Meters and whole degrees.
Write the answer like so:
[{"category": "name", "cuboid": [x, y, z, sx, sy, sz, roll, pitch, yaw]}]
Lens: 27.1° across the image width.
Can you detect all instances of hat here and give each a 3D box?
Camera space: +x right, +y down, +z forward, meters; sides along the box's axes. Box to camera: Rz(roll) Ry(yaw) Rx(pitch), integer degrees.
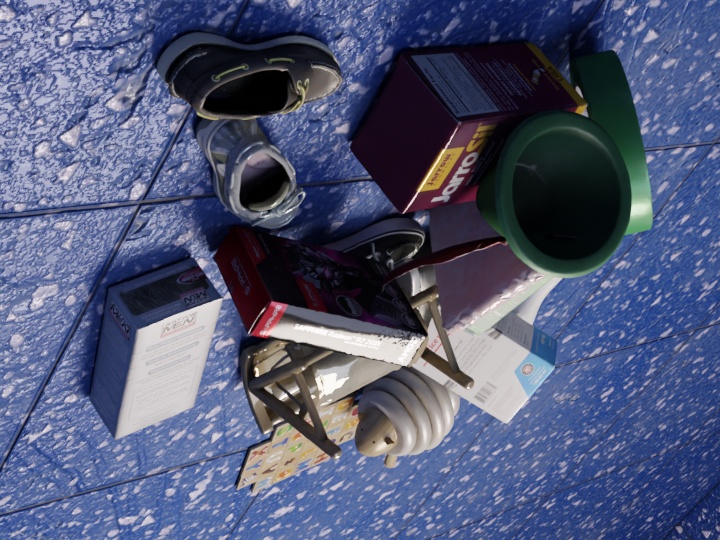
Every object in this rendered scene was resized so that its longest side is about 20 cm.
[{"category": "hat", "cuboid": [0.146, -0.069, 1.520, 0.200, 0.166, 0.176, -3, 178, -33]}]

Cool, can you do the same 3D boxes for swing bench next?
[{"category": "swing bench", "cuboid": [-0.015, 0.105, 1.720, 0.199, 0.130, 0.200, -27, -164, -24]}]

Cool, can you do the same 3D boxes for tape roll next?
[{"category": "tape roll", "cuboid": [0.272, -0.137, 1.627, 0.048, 0.201, 0.200, -11, 154, 4]}]

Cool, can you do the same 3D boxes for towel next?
[{"category": "towel", "cuboid": [0.160, -0.049, 1.620, 0.032, 0.191, 0.200, 32, 126, -33]}]

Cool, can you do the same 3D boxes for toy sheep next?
[{"category": "toy sheep", "cuboid": [0.067, 0.182, 1.993, 0.200, 0.138, 0.138, -39, 160, -35]}]

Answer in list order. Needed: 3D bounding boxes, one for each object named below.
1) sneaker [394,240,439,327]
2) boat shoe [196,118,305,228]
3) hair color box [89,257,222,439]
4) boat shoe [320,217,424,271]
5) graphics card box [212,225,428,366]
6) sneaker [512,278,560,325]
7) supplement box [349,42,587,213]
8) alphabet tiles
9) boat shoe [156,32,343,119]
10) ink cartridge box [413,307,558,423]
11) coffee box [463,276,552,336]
[{"category": "sneaker", "cuboid": [0.090, 0.031, 1.823, 0.099, 0.071, 0.200, -23, 148, -18]}, {"category": "boat shoe", "cuboid": [-0.096, -0.085, 1.395, 0.074, 0.065, 0.202, -34, 155, -7]}, {"category": "hair color box", "cuboid": [-0.213, 0.083, 1.534, 0.099, 0.061, 0.200, -22, 151, -31]}, {"category": "boat shoe", "cuboid": [0.001, -0.002, 1.658, 0.199, 0.068, 0.074, -16, 147, -38]}, {"category": "graphics card box", "cuboid": [-0.040, 0.027, 1.519, 0.200, 0.126, 0.051, 15, 120, -35]}, {"category": "sneaker", "cuboid": [0.190, 0.034, 1.971, 0.116, 0.074, 0.200, 5, 122, -53]}, {"category": "supplement box", "cuboid": [0.111, -0.148, 1.513, 0.200, 0.103, 0.131, -12, 146, -41]}, {"category": "alphabet tiles", "cuboid": [-0.077, 0.235, 2.031, 0.200, 0.006, 0.167, -20, 150, -32]}, {"category": "boat shoe", "cuboid": [-0.084, -0.160, 1.288, 0.201, 0.061, 0.072, -6, 141, -48]}, {"category": "ink cartridge box", "cuboid": [0.141, 0.094, 1.928, 0.116, 0.200, 0.067, -54, -172, 31]}, {"category": "coffee box", "cuboid": [0.175, -0.032, 1.656, 0.044, 0.123, 0.200, 30, 122, -36]}]
